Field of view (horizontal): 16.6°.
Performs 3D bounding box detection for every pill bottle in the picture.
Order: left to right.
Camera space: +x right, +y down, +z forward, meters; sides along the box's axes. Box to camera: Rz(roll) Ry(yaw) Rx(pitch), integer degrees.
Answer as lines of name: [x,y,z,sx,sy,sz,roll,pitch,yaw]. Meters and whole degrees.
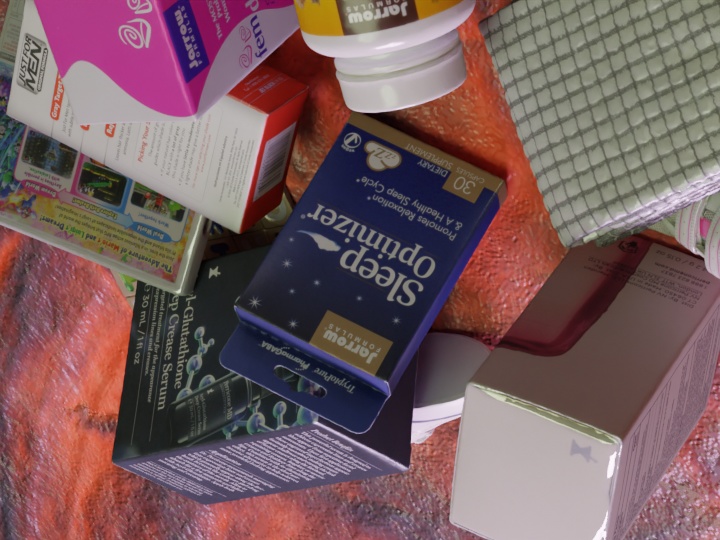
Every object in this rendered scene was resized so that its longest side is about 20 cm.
pill bottle: [0.005,-0.201,1.470,0.109,0.109,0.201,-1,114,34]

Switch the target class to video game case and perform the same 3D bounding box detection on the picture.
video game case: [-0.185,-0.100,1.775,0.199,0.024,0.183,21,102,20]

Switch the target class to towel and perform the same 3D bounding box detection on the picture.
towel: [0.184,-0.121,1.494,0.200,0.085,0.166,-27,75,39]

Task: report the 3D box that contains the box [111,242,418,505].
box: [-0.065,0.072,1.763,0.200,0.149,0.107,-14,150,37]

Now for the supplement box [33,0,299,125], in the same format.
supplement box: [-0.109,-0.184,1.596,0.103,0.200,0.101,2,122,33]

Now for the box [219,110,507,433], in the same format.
box: [0.000,0.000,1.664,0.121,0.200,0.032,26,163,16]

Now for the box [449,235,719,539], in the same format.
box: [0.152,0.083,1.611,0.109,0.200,0.128,21,130,19]

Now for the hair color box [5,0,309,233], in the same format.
hair color box: [-0.142,-0.117,1.694,0.200,0.061,0.102,27,125,17]

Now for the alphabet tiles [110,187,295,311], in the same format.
alphabet tiles: [-0.128,-0.036,1.850,0.200,0.008,0.168,-10,115,39]

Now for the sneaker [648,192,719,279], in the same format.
sneaker: [0.239,-0.036,1.546,0.199,0.088,0.082,12,127,27]

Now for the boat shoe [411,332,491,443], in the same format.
boat shoe: [0.026,0.096,1.807,0.199,0.074,0.065,-7,137,37]
